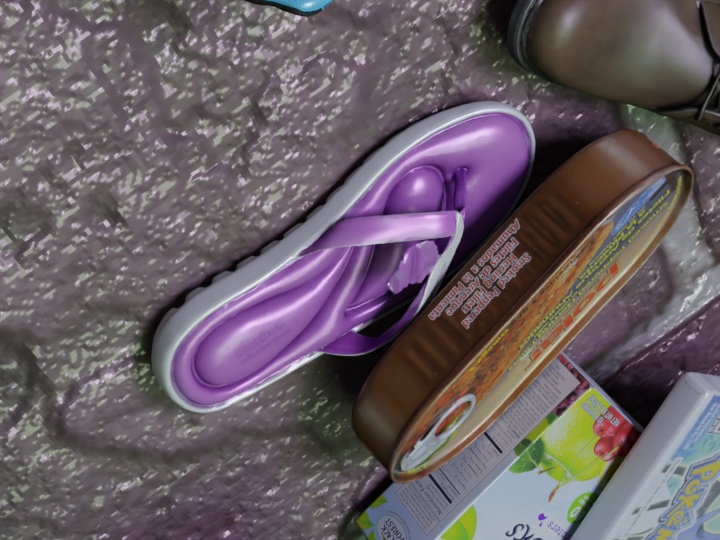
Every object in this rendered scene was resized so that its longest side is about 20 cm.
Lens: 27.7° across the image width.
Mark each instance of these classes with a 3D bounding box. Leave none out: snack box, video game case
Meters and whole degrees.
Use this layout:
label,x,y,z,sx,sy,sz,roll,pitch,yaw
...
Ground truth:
label,x,y,z,sx,sy,sz,roll,pitch,yaw
snack box,0.107,0.138,0.811,0.142,0.053,0.200,-45,136,5
video game case,0.187,0.148,0.820,0.182,0.022,0.200,10,117,-42

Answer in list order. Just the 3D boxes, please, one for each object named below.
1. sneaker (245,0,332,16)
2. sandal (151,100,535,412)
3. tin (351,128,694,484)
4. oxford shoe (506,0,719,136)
label,x,y,z,sx,sy,sz,roll,pitch,yaw
sneaker,-0.082,-0.143,0.464,0.200,0.082,0.073,17,114,-38
sandal,0.003,0.005,0.649,0.202,0.050,0.083,-37,134,-5
tin,0.075,0.017,0.688,0.200,0.042,0.112,-47,155,5
oxford shoe,0.155,-0.096,0.650,0.199,0.084,0.073,3,122,-32
